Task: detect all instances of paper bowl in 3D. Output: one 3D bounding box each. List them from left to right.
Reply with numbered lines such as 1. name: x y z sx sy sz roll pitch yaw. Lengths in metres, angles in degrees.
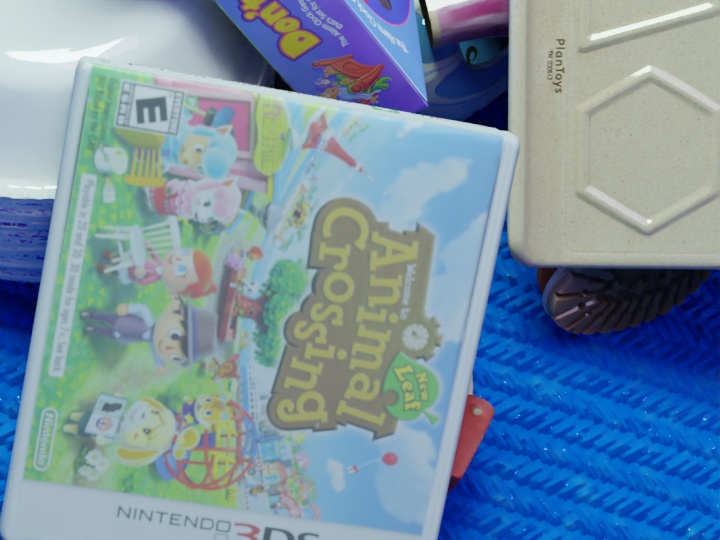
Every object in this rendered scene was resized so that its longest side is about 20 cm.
1. paper bowl: -0.135 -0.102 0.940 0.199 0.105 0.202 2 54 -3

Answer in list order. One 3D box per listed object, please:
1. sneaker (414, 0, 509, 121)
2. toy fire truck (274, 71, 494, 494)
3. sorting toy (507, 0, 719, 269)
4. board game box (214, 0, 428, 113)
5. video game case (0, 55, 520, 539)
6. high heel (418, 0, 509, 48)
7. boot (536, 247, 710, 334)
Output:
1. sneaker: 0.084 -0.141 1.099 0.072 0.073 0.200 42 53 9
2. toy fire truck: 0.000 0.000 0.993 0.140 0.049 0.201 22 54 -9
3. sorting toy: 0.164 -0.094 0.978 0.198 0.036 0.187 0 99 -1
4. board game box: -0.045 -0.165 0.914 0.200 0.045 0.135 47 27 -41
5. video game case: -0.042 0.027 0.888 0.180 0.022 0.202 9 102 -11
6. high heel: 0.062 -0.199 1.039 0.095 0.068 0.201 -11 61 -1
7. boot: 0.141 -0.048 1.076 0.199 0.075 0.107 -35 58 -28
